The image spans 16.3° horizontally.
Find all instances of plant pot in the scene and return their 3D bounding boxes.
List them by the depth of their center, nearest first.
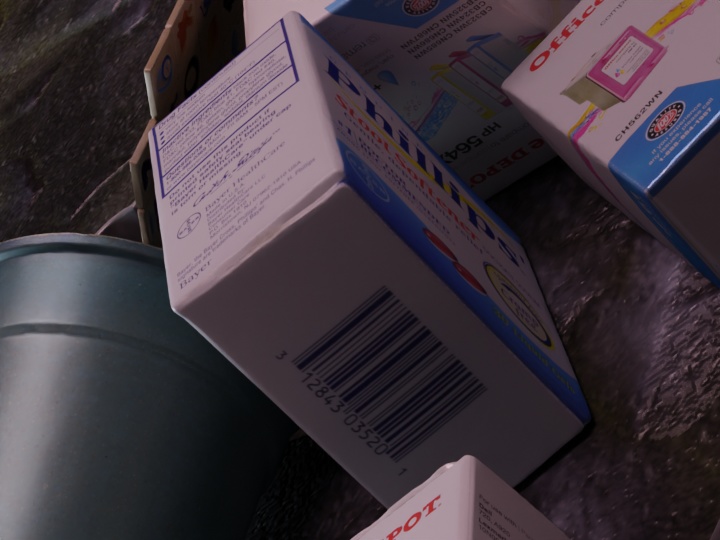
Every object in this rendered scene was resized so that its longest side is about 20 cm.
[{"bbox_3d":[-0.138,0.120,1.255,0.200,0.200,0.196,-23,41,41],"label":"plant pot"}]

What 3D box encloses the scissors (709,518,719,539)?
[{"bbox_3d":[0.125,0.154,0.976,0.200,0.014,0.073,-53,23,-17],"label":"scissors"}]

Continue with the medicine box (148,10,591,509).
[{"bbox_3d":[0.000,0.000,1.202,0.103,0.182,0.200,-40,26,13],"label":"medicine box"}]

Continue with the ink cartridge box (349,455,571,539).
[{"bbox_3d":[0.017,0.190,0.981,0.145,0.084,0.200,-40,21,25],"label":"ink cartridge box"}]

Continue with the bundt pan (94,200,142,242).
[{"bbox_3d":[-0.111,0.032,1.460,0.202,0.076,0.202,-35,27,21],"label":"bundt pan"}]

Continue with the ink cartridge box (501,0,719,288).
[{"bbox_3d":[0.169,-0.088,1.187,0.145,0.085,0.200,-46,23,2],"label":"ink cartridge box"}]

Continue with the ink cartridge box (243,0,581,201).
[{"bbox_3d":[0.050,-0.137,1.340,0.129,0.200,0.125,-31,45,30],"label":"ink cartridge box"}]

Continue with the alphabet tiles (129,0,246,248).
[{"bbox_3d":[-0.084,-0.090,1.352,0.006,0.167,0.200,9,48,13],"label":"alphabet tiles"}]
